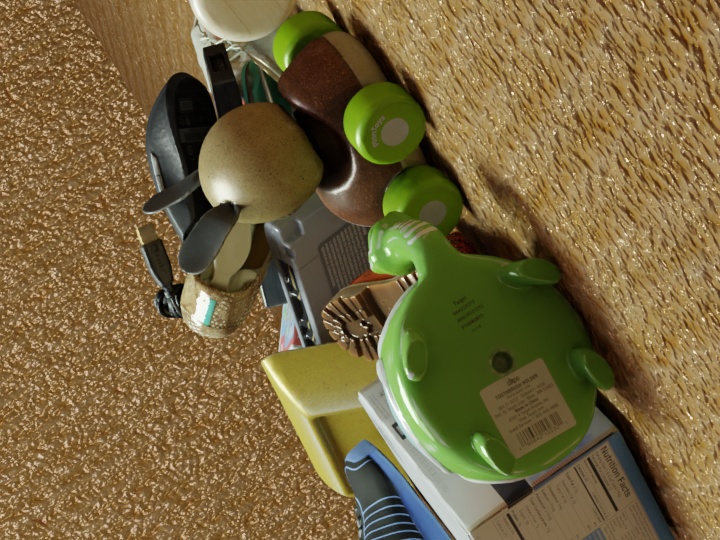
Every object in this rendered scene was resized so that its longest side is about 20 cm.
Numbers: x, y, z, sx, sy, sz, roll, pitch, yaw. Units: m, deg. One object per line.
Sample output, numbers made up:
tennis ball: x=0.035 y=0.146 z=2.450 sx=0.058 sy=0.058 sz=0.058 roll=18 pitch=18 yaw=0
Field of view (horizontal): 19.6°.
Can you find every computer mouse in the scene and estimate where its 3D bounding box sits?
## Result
computer mouse: x=-0.153 y=-0.054 z=1.678 sx=0.140 sy=0.046 sz=0.200 roll=-25 pitch=-76 yaw=-62

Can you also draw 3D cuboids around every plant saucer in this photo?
plant saucer: x=0.039 y=0.123 z=1.703 sx=0.200 sy=0.200 sz=0.048 roll=67 pitch=-165 yaw=-53

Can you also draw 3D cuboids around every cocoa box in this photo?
cocoa box: x=0.114 y=0.144 z=1.538 sx=0.133 sy=0.131 sz=0.200 roll=59 pitch=174 yaw=-36

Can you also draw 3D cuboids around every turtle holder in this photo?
turtle holder: x=0.064 y=0.059 z=1.388 sx=0.185 sy=0.141 sz=0.132 roll=33 pitch=163 yaw=-6

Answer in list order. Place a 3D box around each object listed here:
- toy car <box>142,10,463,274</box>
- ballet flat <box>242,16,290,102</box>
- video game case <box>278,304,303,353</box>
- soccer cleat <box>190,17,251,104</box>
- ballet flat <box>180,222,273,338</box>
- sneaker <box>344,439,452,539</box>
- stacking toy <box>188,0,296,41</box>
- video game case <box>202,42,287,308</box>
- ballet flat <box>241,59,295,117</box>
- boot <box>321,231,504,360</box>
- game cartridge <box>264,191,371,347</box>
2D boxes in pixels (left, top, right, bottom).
toy car: x=-0.057 y=-0.069 z=1.530 sx=0.164 sy=0.200 sz=0.158 roll=49 pitch=169 yaw=52
ballet flat: x=-0.033 y=-0.116 z=1.722 sx=0.200 sy=0.062 sz=0.067 roll=59 pitch=174 yaw=-15
video game case: x=-0.050 y=-0.020 z=1.822 sx=0.143 sy=0.017 sz=0.200 roll=127 pitch=149 yaw=-78
soccer cleat: x=-0.124 y=-0.207 z=1.967 sx=0.078 sy=0.069 sz=0.200 roll=68 pitch=171 yaw=-21
ballet flat: x=-0.087 y=-0.038 z=1.651 sx=0.070 sy=0.200 sz=0.065 roll=17 pitch=147 yaw=-3
sneaker: x=0.024 y=0.209 z=1.608 sx=0.070 sy=0.078 sz=0.200 roll=55 pitch=176 yaw=-39
stacking toy: x=-0.113 y=-0.250 z=1.662 sx=0.085 sy=0.085 sz=0.200 roll=62 pitch=177 yaw=-29
video game case: x=-0.100 y=-0.086 z=1.820 sx=0.181 sy=0.025 sz=0.200 roll=-113 pitch=9 yaw=-73
ballet flat: x=-0.065 y=-0.147 z=1.809 sx=0.200 sy=0.070 sz=0.067 roll=98 pitch=169 yaw=-85
boot: x=0.067 y=0.005 z=1.522 sx=0.200 sy=0.107 sz=0.075 roll=-6 pitch=121 yaw=51
game cartridge: x=0.000 y=0.000 z=1.690 sx=0.040 sy=0.133 sz=0.200 roll=36 pitch=152 yaw=42
